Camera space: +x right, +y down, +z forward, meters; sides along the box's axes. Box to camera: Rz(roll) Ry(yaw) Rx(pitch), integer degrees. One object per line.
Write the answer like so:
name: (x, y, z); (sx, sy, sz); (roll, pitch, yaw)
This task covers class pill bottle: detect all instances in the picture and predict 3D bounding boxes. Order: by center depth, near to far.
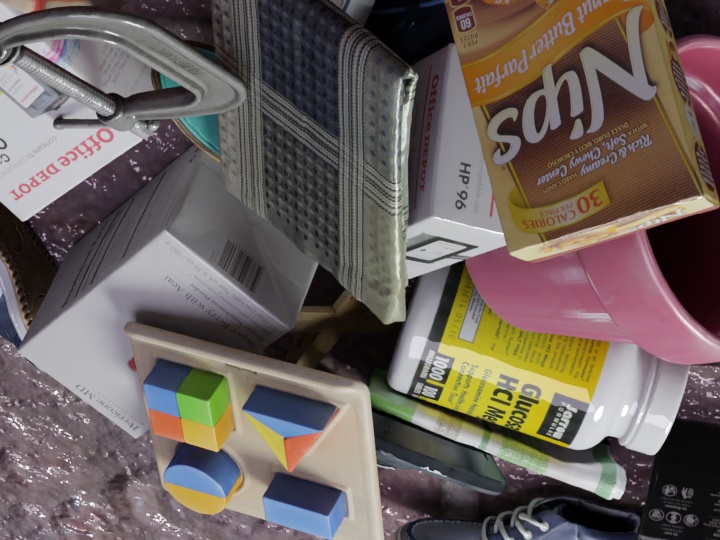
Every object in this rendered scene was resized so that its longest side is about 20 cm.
pill bottle: (0.128, 0.062, 1.336); (0.200, 0.112, 0.112); (18, 134, 1)

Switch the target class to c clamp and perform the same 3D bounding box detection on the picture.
c clamp: (-0.163, -0.117, 1.143); (0.171, 0.027, 0.200); (0, 165, 22)

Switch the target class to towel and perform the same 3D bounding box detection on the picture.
towel: (-0.028, -0.089, 1.150); (0.193, 0.035, 0.200); (40, 144, 35)
towel: (0.099, 0.117, 1.401); (0.200, 0.149, 0.031); (21, 90, 1)

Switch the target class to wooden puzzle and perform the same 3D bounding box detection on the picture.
wooden puzzle: (-0.078, 0.130, 1.335); (0.185, 0.046, 0.200); (13, 140, 20)

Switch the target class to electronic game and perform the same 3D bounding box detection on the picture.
electronic game: (0.016, 0.127, 1.413); (0.200, 0.042, 0.200); (22, 178, 1)

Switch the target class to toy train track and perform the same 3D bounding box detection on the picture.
toy train track: (0.000, 0.000, 1.373); (0.115, 0.033, 0.200); (2, 138, -41)

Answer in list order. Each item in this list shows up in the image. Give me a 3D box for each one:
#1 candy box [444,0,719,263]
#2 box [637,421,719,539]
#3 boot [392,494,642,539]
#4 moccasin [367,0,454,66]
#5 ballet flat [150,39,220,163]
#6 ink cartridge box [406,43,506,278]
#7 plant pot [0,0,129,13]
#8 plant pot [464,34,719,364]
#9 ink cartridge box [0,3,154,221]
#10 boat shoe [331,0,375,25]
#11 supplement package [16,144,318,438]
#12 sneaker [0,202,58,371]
candy box: (0.120, -0.116, 1.059); (0.115, 0.200, 0.055); (-17, 168, 19)
box: (0.289, 0.235, 1.433); (0.148, 0.124, 0.200); (9, 134, 13)
boot: (0.128, 0.215, 1.517); (0.200, 0.073, 0.090); (9, 127, 0)
moccasin: (0.075, -0.184, 1.156); (0.200, 0.080, 0.068); (-30, 112, 36)
ballet flat: (-0.061, -0.093, 1.295); (0.200, 0.072, 0.068); (29, 91, -14)
ink cartridge box: (0.052, -0.070, 1.183); (0.068, 0.116, 0.200); (13, 165, -24)
plant pot: (-0.160, -0.254, 1.105); (0.200, 0.177, 0.201); (10, 134, 10)
plant pot: (0.169, -0.035, 1.196); (0.179, 0.200, 0.200); (-12, 128, 47)
ink cartridge box: (-0.250, -0.151, 1.295); (0.148, 0.086, 0.200); (-29, 116, 37)
boat shoe: (-0.036, -0.192, 1.187); (0.086, 0.075, 0.202); (11, 143, -14)
supplement package: (-0.138, 0.013, 1.380); (0.121, 0.120, 0.200); (38, 132, -18)
sneaker: (-0.309, 0.002, 1.462); (0.108, 0.070, 0.200); (-14, 118, 23)
